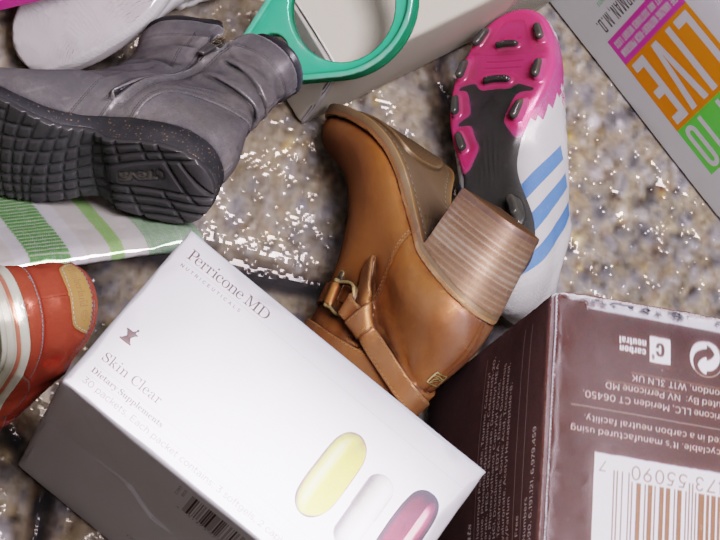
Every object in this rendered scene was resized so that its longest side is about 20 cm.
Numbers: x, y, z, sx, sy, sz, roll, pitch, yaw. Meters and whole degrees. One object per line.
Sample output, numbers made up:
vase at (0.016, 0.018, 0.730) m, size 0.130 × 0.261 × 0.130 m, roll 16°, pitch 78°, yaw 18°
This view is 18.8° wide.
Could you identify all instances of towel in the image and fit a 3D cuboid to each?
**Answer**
towel at (-0.203, -0.022, 1.176) m, size 0.199 × 0.153 × 0.024 m, roll -10°, pitch 114°, yaw -21°

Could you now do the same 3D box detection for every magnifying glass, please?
magnifying glass at (-0.057, -0.122, 1.254) m, size 0.199 × 0.022 × 0.080 m, roll -31°, pitch 81°, yaw 13°

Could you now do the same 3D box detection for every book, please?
book at (0.208, -0.141, 1.349) m, size 0.048 × 0.134 × 0.200 m, roll -36°, pitch 84°, yaw -26°

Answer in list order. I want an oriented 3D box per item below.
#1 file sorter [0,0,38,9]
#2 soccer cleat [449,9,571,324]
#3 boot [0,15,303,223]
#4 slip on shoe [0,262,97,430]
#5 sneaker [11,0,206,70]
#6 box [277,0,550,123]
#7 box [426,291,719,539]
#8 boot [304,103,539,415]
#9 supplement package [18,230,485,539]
file sorter at (-0.214, -0.235, 1.210) m, size 0.198 × 0.125 × 0.140 m, roll -13°, pitch 73°, yaw 4°
soccer cleat at (0.094, -0.060, 1.321) m, size 0.069 × 0.086 × 0.201 m, roll -7°, pitch 59°, yaw 26°
boot at (-0.142, -0.096, 1.203) m, size 0.199 × 0.070 × 0.132 m, roll 18°, pitch 43°, yaw 12°
slip on shoe at (-0.181, 0.043, 1.112) m, size 0.061 × 0.200 × 0.075 m, roll -13°, pitch 77°, yaw -25°
sneaker at (-0.115, -0.176, 1.293) m, size 0.200 × 0.089 × 0.075 m, roll -40°, pitch 68°, yaw -3°
box at (0.037, -0.170, 1.334) m, size 0.199 × 0.082 × 0.069 m, roll -27°, pitch 81°, yaw -27°
box at (0.138, 0.129, 1.183) m, size 0.165 × 0.200 × 0.165 m, roll 10°, pitch 69°, yaw -16°
boot at (0.000, 0.000, 1.255) m, size 0.073 × 0.200 × 0.155 m, roll 29°, pitch 99°, yaw -39°
supplement package at (-0.062, 0.105, 1.153) m, size 0.200 × 0.156 × 0.111 m, roll 39°, pitch 63°, yaw -1°
